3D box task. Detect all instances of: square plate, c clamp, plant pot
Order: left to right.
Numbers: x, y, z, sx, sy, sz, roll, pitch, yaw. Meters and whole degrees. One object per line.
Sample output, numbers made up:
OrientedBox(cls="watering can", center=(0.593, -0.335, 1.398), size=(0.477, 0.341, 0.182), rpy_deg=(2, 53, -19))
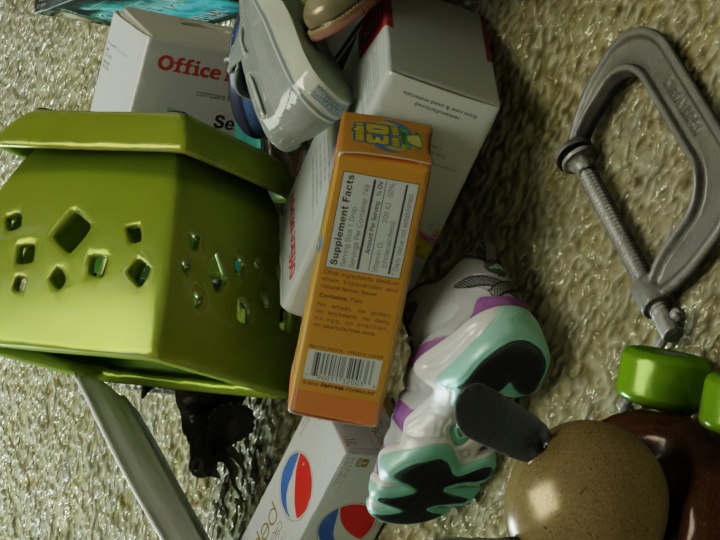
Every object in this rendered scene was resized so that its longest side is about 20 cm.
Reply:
OrientedBox(cls="plant pot", center=(-0.162, -0.014, 1.679), size=(0.199, 0.199, 0.183), rpy_deg=(3, 81, 29))
OrientedBox(cls="square plate", center=(-0.155, 0.174, 1.785), size=(0.201, 0.028, 0.198), rpy_deg=(60, 176, 10))
OrientedBox(cls="c clamp", center=(0.167, -0.044, 1.409), size=(0.171, 0.027, 0.201), rpy_deg=(-56, 39, 39))

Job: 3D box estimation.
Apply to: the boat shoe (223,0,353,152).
OrientedBox(cls="boat shoe", center=(-0.063, -0.150, 1.601), size=(0.071, 0.070, 0.201), rpy_deg=(-41, 33, 13))

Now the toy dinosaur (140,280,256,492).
OrientedBox(cls="toy dinosaur", center=(-0.117, 0.069, 1.844), size=(0.077, 0.102, 0.201), rpy_deg=(101, -176, -81))

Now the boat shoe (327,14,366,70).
OrientedBox(cls="boat shoe", center=(0.015, -0.186, 1.669), size=(0.200, 0.068, 0.074), rpy_deg=(-53, 23, 2))

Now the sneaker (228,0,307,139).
OrientedBox(cls="sneaker", center=(-0.040, -0.192, 1.726), size=(0.082, 0.074, 0.201), rpy_deg=(16, 81, 21))

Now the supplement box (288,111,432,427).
OrientedBox(cls="supplement box", center=(0.000, 0.000, 1.507), size=(0.067, 0.068, 0.201), rpy_deg=(-87, 10, -63))

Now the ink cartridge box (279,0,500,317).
OrientedBox(cls="ink cartridge box", center=(0.017, -0.076, 1.590), size=(0.146, 0.082, 0.201), rpy_deg=(-94, 25, -58))

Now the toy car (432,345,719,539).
OrientedBox(cls="toy car", center=(0.123, 0.127, 1.273), size=(0.158, 0.199, 0.165), rpy_deg=(18, 99, 60))

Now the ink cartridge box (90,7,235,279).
OrientedBox(cls="ink cartridge box", center=(-0.144, -0.097, 1.854), size=(0.084, 0.144, 0.201), rpy_deg=(40, 118, 57))

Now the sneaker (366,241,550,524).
OrientedBox(cls="sneaker", center=(0.055, 0.067, 1.549), size=(0.200, 0.077, 0.140), rpy_deg=(-55, 34, 33))

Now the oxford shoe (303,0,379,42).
OrientedBox(cls="oxford shoe", center=(-0.006, -0.238, 1.591), size=(0.071, 0.074, 0.201), rpy_deg=(-20, 33, 37))

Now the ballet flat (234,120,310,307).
OrientedBox(cls="ballet flat", center=(-0.062, -0.038, 1.775), size=(0.068, 0.067, 0.201), rpy_deg=(-2, 83, 55))

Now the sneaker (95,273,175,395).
OrientedBox(cls="sneaker", center=(-0.199, 0.039, 1.999), size=(0.200, 0.069, 0.100), rpy_deg=(35, 112, 57))

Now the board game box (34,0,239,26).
OrientedBox(cls="board game box", center=(-0.181, -0.234, 1.962), size=(0.200, 0.135, 0.028), rpy_deg=(-5, 79, 61))

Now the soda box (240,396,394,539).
OrientedBox(cls="soda box", center=(-0.032, 0.184, 1.676), size=(0.201, 0.063, 0.068), rpy_deg=(-64, 35, 31))
